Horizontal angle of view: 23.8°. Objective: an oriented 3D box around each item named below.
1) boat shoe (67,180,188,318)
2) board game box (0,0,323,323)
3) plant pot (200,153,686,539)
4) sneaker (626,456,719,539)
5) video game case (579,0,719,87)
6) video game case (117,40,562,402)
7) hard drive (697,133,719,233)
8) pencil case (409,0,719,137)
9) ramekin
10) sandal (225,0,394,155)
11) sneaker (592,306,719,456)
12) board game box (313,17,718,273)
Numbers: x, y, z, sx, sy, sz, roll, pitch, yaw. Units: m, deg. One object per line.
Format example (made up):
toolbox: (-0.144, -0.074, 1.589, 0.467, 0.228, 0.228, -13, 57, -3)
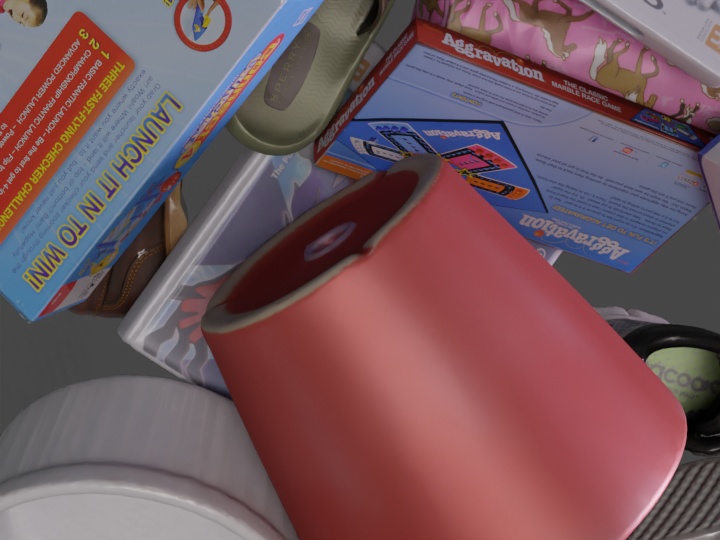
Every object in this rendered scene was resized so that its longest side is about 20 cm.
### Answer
boat shoe: (-0.123, -0.070, 0.883, 0.070, 0.070, 0.201, -1, 104, -11)
board game box: (-0.153, -0.116, 0.789, 0.196, 0.056, 0.200, 44, 109, 6)
plant pot: (0.029, 0.054, 0.829, 0.200, 0.200, 0.178, -34, 104, 3)
sneaker: (0.143, 0.177, 0.973, 0.199, 0.073, 0.115, -10, 133, 15)
video game case: (0.146, -0.219, 0.816, 0.181, 0.023, 0.201, 31, 81, -11)
video game case: (0.000, 0.000, 0.907, 0.182, 0.023, 0.200, 35, 92, -25)
hard drive: (0.268, -0.074, 0.891, 0.200, 0.025, 0.132, -39, 134, -11)
pencil case: (0.123, -0.121, 0.883, 0.199, 0.087, 0.083, 10, 88, -11)
ramekin: (-0.116, 0.150, 0.894, 0.199, 0.098, 0.201, 3, 128, 4)
sandal: (-0.010, -0.151, 0.826, 0.079, 0.057, 0.202, 18, 92, -10)
sneaker: (0.209, 0.068, 0.942, 0.199, 0.087, 0.074, 11, 102, -8)
board game box: (0.087, -0.059, 0.868, 0.199, 0.020, 0.103, 18, 138, -25)
